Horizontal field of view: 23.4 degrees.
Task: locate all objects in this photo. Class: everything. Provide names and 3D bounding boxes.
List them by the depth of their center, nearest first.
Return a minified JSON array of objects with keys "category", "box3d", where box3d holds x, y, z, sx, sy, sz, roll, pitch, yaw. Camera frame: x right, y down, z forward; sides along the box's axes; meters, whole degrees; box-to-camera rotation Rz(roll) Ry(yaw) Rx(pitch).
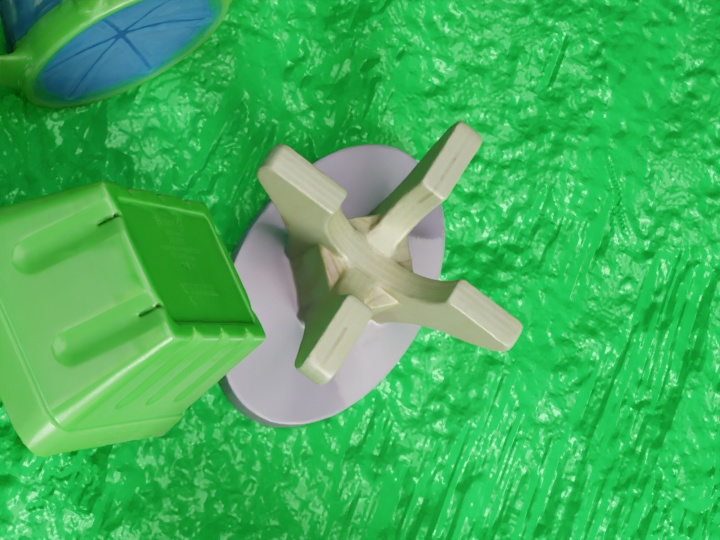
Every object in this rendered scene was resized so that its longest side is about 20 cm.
[{"category":"fruit basket","box3d":[-0.181,0.032,0.960,0.215,0.216,0.156,-22,81,-23]},{"category":"sippy cup","box3d":[-0.166,-0.185,1.030,0.130,0.140,0.178,61,27,10]},{"category":"toy table","box3d":[0.000,0.000,1.060,0.184,0.117,0.200,26,71,-15]}]
